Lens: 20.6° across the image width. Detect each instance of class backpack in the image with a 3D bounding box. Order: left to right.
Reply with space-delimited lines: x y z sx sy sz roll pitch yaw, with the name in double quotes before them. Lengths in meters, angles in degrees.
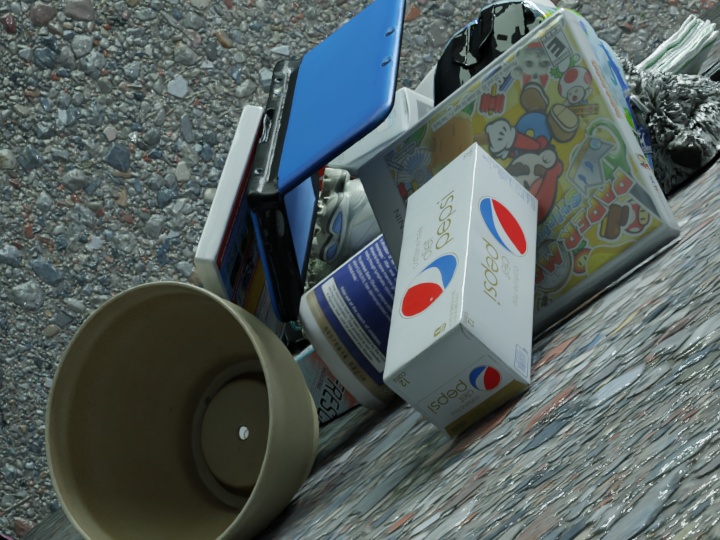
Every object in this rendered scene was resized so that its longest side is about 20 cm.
"backpack" 0.129 -0.095 1.428 0.153 0.201 0.163 -16 -13 -47

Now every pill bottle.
"pill bottle" 0.057 0.009 1.562 0.199 0.111 0.111 -38 2 9

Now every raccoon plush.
"raccoon plush" 0.232 -0.145 1.553 0.200 0.134 0.097 -40 2 -42

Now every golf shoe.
"golf shoe" 0.000 0.000 1.661 0.201 0.096 0.079 106 172 -56

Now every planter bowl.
"planter bowl" -0.112 0.117 1.453 0.200 0.201 0.134 -37 -25 21

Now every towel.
"towel" 0.232 -0.125 1.729 0.149 0.031 0.200 -39 -16 -26

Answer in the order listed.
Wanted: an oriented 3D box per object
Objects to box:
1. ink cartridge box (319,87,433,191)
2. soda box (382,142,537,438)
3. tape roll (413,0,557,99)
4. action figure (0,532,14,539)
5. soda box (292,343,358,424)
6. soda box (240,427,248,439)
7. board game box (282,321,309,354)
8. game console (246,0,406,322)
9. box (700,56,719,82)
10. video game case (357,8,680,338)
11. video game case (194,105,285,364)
"ink cartridge box" 0.025 -0.072 1.677 0.159 0.048 0.199 19 -36 -40
"soda box" 0.066 0.009 1.246 0.068 0.064 0.201 -38 23 28
"tape roll" 0.148 -0.130 1.820 0.202 0.139 0.203 -38 -18 -14
"action figure" -0.270 0.269 1.668 0.147 0.135 0.200 -5 -19 10
"soda box" -0.020 0.089 1.781 0.068 0.064 0.200 -39 2 -29
"soda box" -0.142 0.170 1.887 0.199 0.064 0.068 -38 3 -14
"board game box" 0.017 0.030 1.885 0.198 0.028 0.135 -20 -7 -7
"game console" -0.013 -0.087 1.469 0.117 0.172 0.201 -5 34 10
"box" 0.376 -0.210 1.691 0.193 0.048 0.200 -36 4 42
"video game case" 0.101 -0.048 1.349 0.199 0.183 0.023 -37 -29 27
"video game case" -0.083 -0.010 1.536 0.201 0.017 0.144 76 -155 -56
